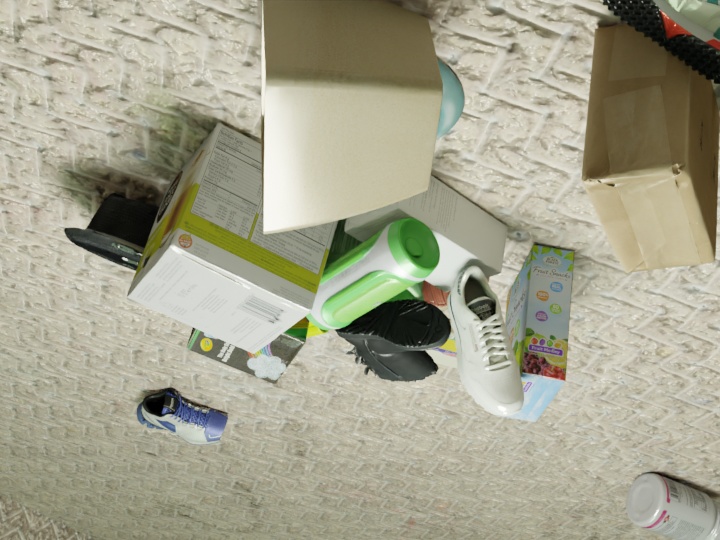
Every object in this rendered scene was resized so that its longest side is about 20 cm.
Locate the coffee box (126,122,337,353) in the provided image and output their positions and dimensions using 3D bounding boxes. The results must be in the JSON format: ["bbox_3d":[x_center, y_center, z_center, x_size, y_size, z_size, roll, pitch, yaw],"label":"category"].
[{"bbox_3d":[-0.166,-0.038,1.423,0.199,0.198,0.200,26,150,-19],"label":"coffee box"}]

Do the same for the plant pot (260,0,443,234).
[{"bbox_3d":[-0.015,-0.175,1.104,0.176,0.200,0.200,-1,134,-6],"label":"plant pot"}]

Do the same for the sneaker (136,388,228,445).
[{"bbox_3d":[-0.387,0.312,2.288,0.199,0.081,0.115,15,154,-3],"label":"sneaker"}]

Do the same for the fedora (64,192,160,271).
[{"bbox_3d":[-0.327,-0.054,1.551,0.200,0.092,0.201,19,172,3],"label":"fedora"}]

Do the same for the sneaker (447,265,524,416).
[{"bbox_3d":[0.164,0.093,1.392,0.076,0.201,0.081,-13,156,-15],"label":"sneaker"}]

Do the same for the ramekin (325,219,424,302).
[{"bbox_3d":[0.000,0.000,1.545,0.199,0.098,0.200,9,153,5],"label":"ramekin"}]

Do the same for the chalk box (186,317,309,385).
[{"bbox_3d":[-0.187,0.064,1.643,0.199,0.124,0.125,25,133,-12],"label":"chalk box"}]

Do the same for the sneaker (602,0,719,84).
[{"bbox_3d":[0.303,-0.261,0.990,0.200,0.093,0.070,38,172,4],"label":"sneaker"}]

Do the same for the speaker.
[{"bbox_3d":[0.010,0.007,1.377,0.088,0.089,0.200,28,139,-30],"label":"speaker"}]

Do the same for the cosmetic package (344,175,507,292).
[{"bbox_3d":[0.090,-0.055,1.430,0.200,0.081,0.113,30,147,-33],"label":"cosmetic package"}]

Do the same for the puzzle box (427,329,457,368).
[{"bbox_3d":[0.109,0.113,1.794,0.199,0.026,0.133,15,152,-7],"label":"puzzle box"}]

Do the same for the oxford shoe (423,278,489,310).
[{"bbox_3d":[0.124,0.027,1.606,0.074,0.071,0.200,2,165,-46],"label":"oxford shoe"}]

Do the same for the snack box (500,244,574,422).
[{"bbox_3d":[0.247,0.091,1.514,0.067,0.201,0.169,11,151,-1],"label":"snack box"}]

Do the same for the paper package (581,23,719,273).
[{"bbox_3d":[0.302,-0.126,1.089,0.103,0.201,0.191,-4,148,26],"label":"paper package"}]

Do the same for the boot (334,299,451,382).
[{"bbox_3d":[0.066,0.110,1.543,0.198,0.074,0.163,2,150,31],"label":"boot"}]

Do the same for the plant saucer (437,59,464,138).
[{"bbox_3d":[0.021,-0.198,1.247,0.199,0.028,0.200,8,151,4],"label":"plant saucer"}]

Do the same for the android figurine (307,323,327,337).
[{"bbox_3d":[-0.138,0.061,1.773,0.199,0.041,0.182,-15,143,37],"label":"android figurine"}]

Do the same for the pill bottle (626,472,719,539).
[{"bbox_3d":[0.666,0.505,2.225,0.199,0.114,0.113,23,150,-21],"label":"pill bottle"}]
